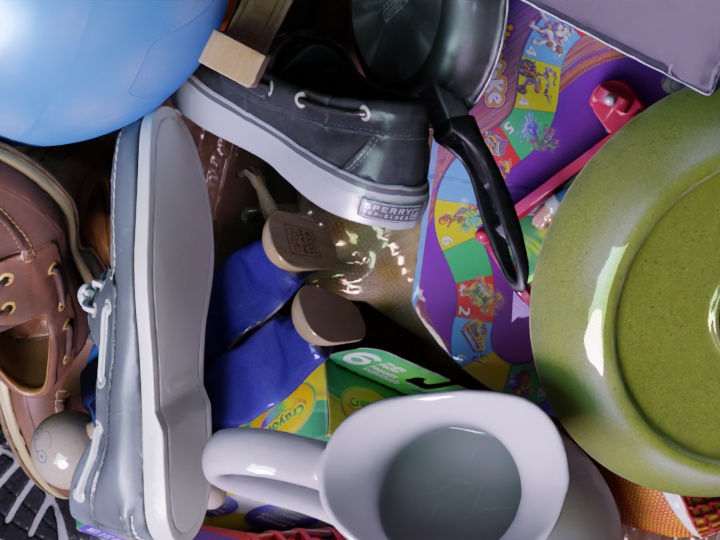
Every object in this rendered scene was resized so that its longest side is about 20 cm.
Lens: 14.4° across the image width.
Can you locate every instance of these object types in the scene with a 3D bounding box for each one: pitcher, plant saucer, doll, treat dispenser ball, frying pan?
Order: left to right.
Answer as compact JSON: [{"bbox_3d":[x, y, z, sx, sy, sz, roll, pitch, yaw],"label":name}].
[{"bbox_3d":[-0.147,-0.155,1.257,0.201,0.201,0.201,13,124,20],"label":"treat dispenser ball"},{"bbox_3d":[-0.087,0.047,1.368,0.200,0.048,0.137,-37,64,33],"label":"doll"},{"bbox_3d":[0.028,0.112,1.297,0.171,0.121,0.200,9,165,17],"label":"pitcher"},{"bbox_3d":[0.029,-0.082,1.259,0.115,0.031,0.190,-6,85,58],"label":"frying pan"},{"bbox_3d":[0.172,0.012,1.225,0.200,0.031,0.200,-6,112,-15],"label":"plant saucer"}]

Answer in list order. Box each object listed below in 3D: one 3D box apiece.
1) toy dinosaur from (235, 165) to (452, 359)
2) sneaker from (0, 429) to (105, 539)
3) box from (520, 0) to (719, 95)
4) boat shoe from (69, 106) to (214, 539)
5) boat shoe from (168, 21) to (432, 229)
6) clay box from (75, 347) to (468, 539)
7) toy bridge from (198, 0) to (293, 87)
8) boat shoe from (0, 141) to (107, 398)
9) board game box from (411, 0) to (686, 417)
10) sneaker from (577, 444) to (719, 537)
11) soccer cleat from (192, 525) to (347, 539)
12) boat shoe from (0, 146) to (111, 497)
[{"bbox_3d":[0.000,0.000,1.369,0.101,0.058,0.200,-25,105,35],"label":"toy dinosaur"},{"bbox_3d":[-0.152,0.165,1.539,0.200,0.074,0.081,42,169,18],"label":"sneaker"},{"bbox_3d":[0.119,-0.182,1.102,0.148,0.200,0.107,28,129,10],"label":"box"},{"bbox_3d":[-0.107,0.025,1.300,0.062,0.073,0.200,1,97,22],"label":"boat shoe"},{"bbox_3d":[-0.024,-0.078,1.271,0.200,0.069,0.057,37,120,52],"label":"boat shoe"},{"bbox_3d":[-0.033,0.098,1.416,0.200,0.048,0.115,-22,148,37],"label":"clay box"},{"bbox_3d":[-0.015,-0.175,1.233,0.027,0.067,0.200,24,95,2],"label":"toy bridge"},{"bbox_3d":[-0.166,-0.003,1.298,0.072,0.068,0.200,6,157,16],"label":"boat shoe"},{"bbox_3d":[0.103,-0.031,1.247,0.158,0.039,0.200,9,95,10],"label":"board game box"},{"bbox_3d":[0.113,0.040,1.329,0.077,0.073,0.200,0,115,44],"label":"sneaker"},{"bbox_3d":[-0.019,0.152,1.415,0.200,0.068,0.073,20,127,-41],"label":"soccer cleat"},{"bbox_3d":[-0.146,0.031,1.446,0.067,0.072,0.200,6,119,25],"label":"boat shoe"}]
